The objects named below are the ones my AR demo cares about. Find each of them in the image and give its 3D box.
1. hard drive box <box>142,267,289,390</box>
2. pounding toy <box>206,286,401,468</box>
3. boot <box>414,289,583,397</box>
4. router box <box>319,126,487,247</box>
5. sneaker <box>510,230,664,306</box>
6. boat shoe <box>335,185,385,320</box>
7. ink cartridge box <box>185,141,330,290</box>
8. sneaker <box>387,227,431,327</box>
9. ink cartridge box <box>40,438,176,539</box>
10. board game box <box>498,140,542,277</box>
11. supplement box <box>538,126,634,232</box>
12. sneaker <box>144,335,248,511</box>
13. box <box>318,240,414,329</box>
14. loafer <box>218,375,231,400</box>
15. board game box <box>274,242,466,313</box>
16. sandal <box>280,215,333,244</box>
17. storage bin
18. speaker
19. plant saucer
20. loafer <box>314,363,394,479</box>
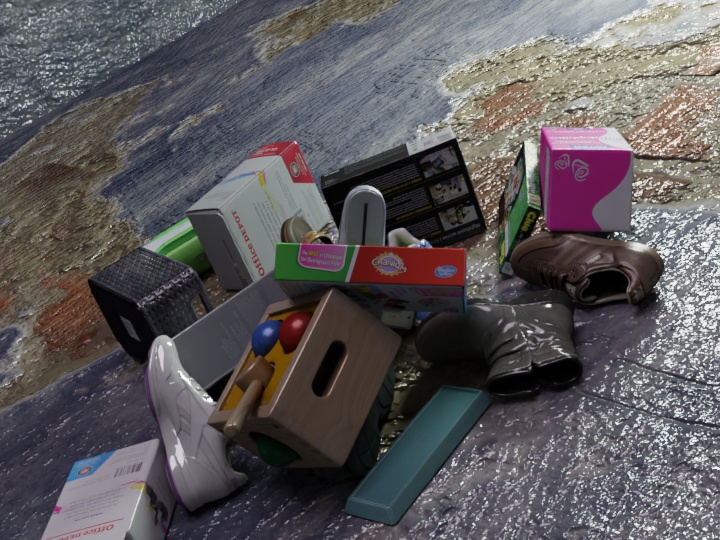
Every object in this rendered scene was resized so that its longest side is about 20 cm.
[{"bbox_3d":[-0.167,0.084,1.445,0.199,0.077,0.156,-35,0,-23],"label":"hard drive box"},{"bbox_3d":[-0.078,0.123,1.194,0.184,0.142,0.201,-17,41,58],"label":"pounding toy"},{"bbox_3d":[0.147,0.089,1.266,0.198,0.068,0.131,-14,30,19],"label":"boot"},{"bbox_3d":[0.060,-0.094,1.582,0.198,0.150,0.051,-20,26,6],"label":"router box"},{"bbox_3d":[0.252,0.001,1.337,0.199,0.071,0.076,0,35,41],"label":"sneaker"},{"bbox_3d":[0.000,0.000,1.353,0.073,0.202,0.067,11,6,-3],"label":"boat shoe"},{"bbox_3d":[-0.154,-0.084,1.740,0.082,0.147,0.200,0,34,41],"label":"ink cartridge box"},{"bbox_3d":[0.075,0.010,1.457,0.075,0.078,0.200,-25,27,-9],"label":"sneaker"},{"bbox_3d":[-0.276,0.282,1.240,0.114,0.068,0.201,-17,26,13],"label":"ink cartridge box"},{"bbox_3d":[0.210,-0.085,1.509,0.023,0.105,0.201,20,31,-5],"label":"board game box"},{"bbox_3d":[0.279,-0.118,1.426,0.100,0.105,0.200,1,16,5],"label":"supplement box"},{"bbox_3d":[-0.186,0.166,1.295,0.099,0.202,0.075,-18,-14,-4],"label":"sneaker"},{"bbox_3d":[-0.004,0.015,1.471,0.068,0.083,0.199,9,4,-31],"label":"box"},{"bbox_3d":[-0.089,0.115,1.402,0.198,0.068,0.076,-22,26,3],"label":"loafer"},{"bbox_3d":[0.016,0.010,1.234,0.198,0.041,0.153,2,-12,6],"label":"board game box"},{"bbox_3d":[-0.058,-0.018,1.411,0.054,0.082,0.200,-34,18,9],"label":"sandal"},{"bbox_3d":[-0.284,0.059,1.587,0.093,0.136,0.199,-36,29,-25],"label":"storage bin"},{"bbox_3d":[-0.269,-0.035,1.811,0.199,0.089,0.088,-33,28,-20],"label":"speaker"},{"bbox_3d":[0.062,0.188,1.201,0.069,0.019,0.200,3,37,42],"label":"plant saucer"},{"bbox_3d":[-0.009,0.153,1.269,0.062,0.072,0.201,-19,28,22],"label":"loafer"}]
